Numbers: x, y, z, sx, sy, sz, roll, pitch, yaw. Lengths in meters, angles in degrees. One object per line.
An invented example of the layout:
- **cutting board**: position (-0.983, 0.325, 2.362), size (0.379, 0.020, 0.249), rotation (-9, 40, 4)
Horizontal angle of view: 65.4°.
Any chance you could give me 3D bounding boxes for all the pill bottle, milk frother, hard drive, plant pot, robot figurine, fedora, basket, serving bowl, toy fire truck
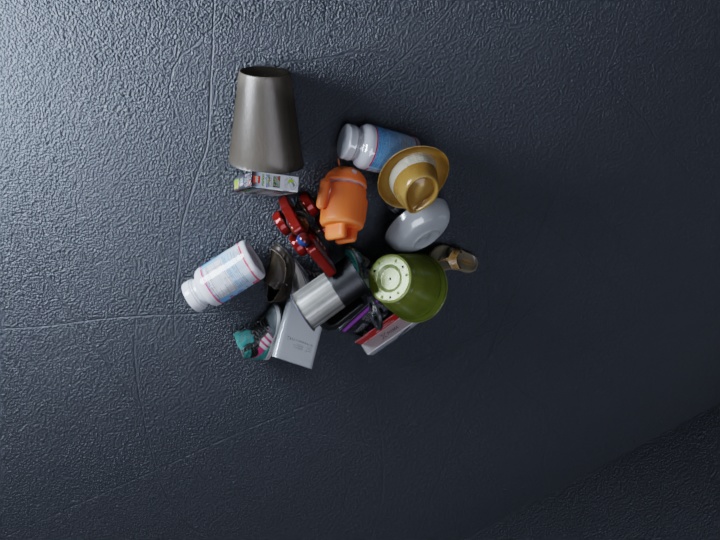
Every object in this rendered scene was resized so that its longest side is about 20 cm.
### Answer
- **pill bottle**: position (-0.354, 0.019, 1.445), size (0.198, 0.109, 0.109), rotation (-31, 130, 2)
- **milk frother**: position (-0.054, 0.098, 1.468), size (0.186, 0.200, 0.182), rotation (-35, 118, 0)
- **hard drive**: position (-0.171, 0.165, 1.608), size (0.130, 0.026, 0.204), rotation (25, 72, -35)
- **pill bottle**: position (0.046, -0.298, 1.388), size (0.196, 0.109, 0.110), rotation (9, 121, -27)
- **plant pot**: position (0.120, 0.036, 1.559), size (0.201, 0.201, 0.192), rotation (-45, 154, 14)
- **robot figurine**: position (-0.043, -0.173, 1.406), size (0.140, 0.205, 0.117), rotation (7, 167, -10)
- **fedora**: position (0.136, -0.207, 1.371), size (0.196, 0.083, 0.203), rotation (-8, 142, -6)
- **basket**: position (-0.212, -0.336, 1.242), size (0.176, 0.137, 0.204), rotation (7, 120, 5)
- **serving bowl**: position (0.167, -0.110, 1.548), size (0.197, 0.067, 0.201), rotation (-25, 157, -11)
- **toy fire truck**: position (-0.134, -0.092, 1.425), size (0.111, 0.169, 0.201), rotation (-33, 130, 4)

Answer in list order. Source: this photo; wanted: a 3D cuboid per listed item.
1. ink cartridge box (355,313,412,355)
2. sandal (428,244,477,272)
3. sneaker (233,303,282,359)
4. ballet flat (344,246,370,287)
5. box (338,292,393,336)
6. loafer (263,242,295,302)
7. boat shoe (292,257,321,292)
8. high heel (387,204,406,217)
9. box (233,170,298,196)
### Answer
- **ink cartridge box**: position (0.090, 0.190, 1.747), size (0.198, 0.045, 0.176), rotation (-36, 165, 5)
- **sandal**: position (0.288, -0.032, 1.699), size (0.196, 0.054, 0.082), rotation (8, 88, -30)
- **sneaker**: position (-0.302, 0.180, 1.615), size (0.119, 0.084, 0.203), rotation (-1, 126, -33)
- **ballet flat**: position (0.000, 0.000, 1.625), size (0.073, 0.075, 0.203), rotation (-17, 131, -9)
- **box**: position (0.027, 0.139, 1.700), size (0.143, 0.036, 0.199), rotation (-43, 150, 13)
- **loafer**: position (-0.222, 0.016, 1.507), size (0.071, 0.072, 0.203), rotation (-35, 145, -36)
- **boat shoe**: position (-0.148, 0.025, 1.580), size (0.093, 0.074, 0.203), rotation (-43, 121, -34)
- **high heel**: position (0.161, -0.223, 1.538), size (0.201, 0.071, 0.142), rotation (-53, 149, 4)
- **box**: position (-0.222, -0.198, 1.298), size (0.108, 0.199, 0.036), rotation (4, 93, -24)
